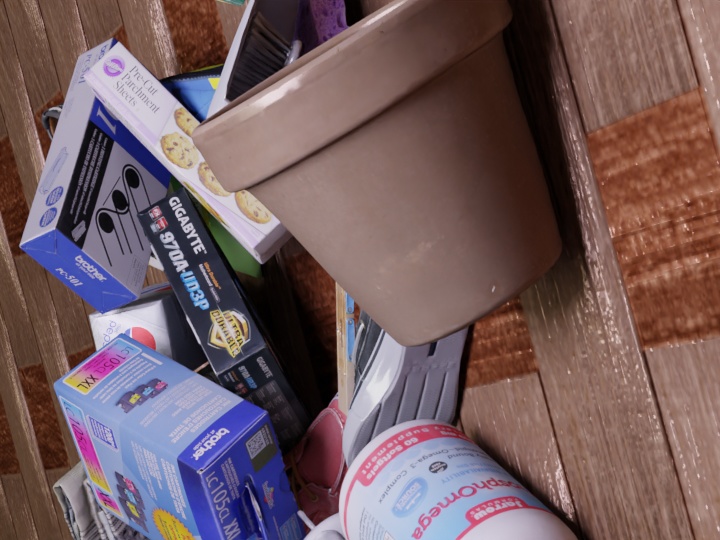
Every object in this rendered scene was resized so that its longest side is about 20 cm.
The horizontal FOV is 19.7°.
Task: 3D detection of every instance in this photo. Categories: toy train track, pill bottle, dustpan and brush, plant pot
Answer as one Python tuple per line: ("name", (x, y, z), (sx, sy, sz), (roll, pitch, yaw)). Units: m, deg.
("toy train track", (0.000, 0.000, 1.445), (0.115, 0.032, 0.202), (-147, 55, -70))
("pill bottle", (0.073, 0.182, 1.301), (0.200, 0.108, 0.110), (39, 138, 55))
("dustpan and brush", (-0.067, -0.116, 1.373), (0.200, 0.057, 0.141), (124, 164, -62))
("plant pot", (0.028, -0.058, 1.203), (0.176, 0.200, 0.200), (58, 159, -8))

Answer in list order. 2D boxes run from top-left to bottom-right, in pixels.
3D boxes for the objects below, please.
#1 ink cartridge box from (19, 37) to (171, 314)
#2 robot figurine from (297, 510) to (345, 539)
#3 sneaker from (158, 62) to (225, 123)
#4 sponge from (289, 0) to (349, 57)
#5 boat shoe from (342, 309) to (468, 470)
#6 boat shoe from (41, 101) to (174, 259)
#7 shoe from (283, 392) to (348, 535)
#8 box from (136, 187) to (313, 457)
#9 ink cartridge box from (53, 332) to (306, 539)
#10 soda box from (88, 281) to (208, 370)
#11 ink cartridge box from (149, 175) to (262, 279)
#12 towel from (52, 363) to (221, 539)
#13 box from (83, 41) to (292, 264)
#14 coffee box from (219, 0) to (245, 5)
("ink cartridge box", (-0.196, -0.075, 1.610), (0.044, 0.094, 0.201), (-22, 42, 33))
("robot figurine", (0.019, 0.245, 1.457), (0.200, 0.113, 0.170), (50, 175, 44))
("sneaker", (-0.103, -0.118, 1.588), (0.200, 0.065, 0.079), (12, 118, 65))
("sponge", (-0.040, -0.164, 1.423), (0.112, 0.030, 0.202), (132, 131, -62))
("boat shoe", (0.030, 0.055, 1.396), (0.071, 0.071, 0.201), (-114, 33, -43))
("boat shoe", (-0.205, -0.075, 1.735), (0.201, 0.067, 0.072), (55, 146, 37))
("shoe", (-0.043, 0.168, 1.584), (0.072, 0.090, 0.201), (61, 153, 30))
("box", (-0.096, 0.051, 1.597), (0.160, 0.046, 0.200), (61, 178, 32))
("ink cartridge box", (-0.121, 0.146, 1.520), (0.199, 0.076, 0.137), (23, 142, 38))
("soda box", (-0.161, 0.049, 1.701), (0.200, 0.063, 0.069), (-33, -68, -79))
("ink cartridge box", (-0.148, -0.069, 1.746), (0.200, 0.048, 0.147), (-160, 59, -66))
("towel", (-0.146, 0.201, 1.683), (0.034, 0.200, 0.194), (10, 127, 42))
("box", (-0.127, -0.088, 1.548), (0.200, 0.041, 0.039), (46, 173, 19))
("coffee box", (-0.101, -0.283, 1.365), (0.122, 0.044, 0.202), (21, 95, 41))
